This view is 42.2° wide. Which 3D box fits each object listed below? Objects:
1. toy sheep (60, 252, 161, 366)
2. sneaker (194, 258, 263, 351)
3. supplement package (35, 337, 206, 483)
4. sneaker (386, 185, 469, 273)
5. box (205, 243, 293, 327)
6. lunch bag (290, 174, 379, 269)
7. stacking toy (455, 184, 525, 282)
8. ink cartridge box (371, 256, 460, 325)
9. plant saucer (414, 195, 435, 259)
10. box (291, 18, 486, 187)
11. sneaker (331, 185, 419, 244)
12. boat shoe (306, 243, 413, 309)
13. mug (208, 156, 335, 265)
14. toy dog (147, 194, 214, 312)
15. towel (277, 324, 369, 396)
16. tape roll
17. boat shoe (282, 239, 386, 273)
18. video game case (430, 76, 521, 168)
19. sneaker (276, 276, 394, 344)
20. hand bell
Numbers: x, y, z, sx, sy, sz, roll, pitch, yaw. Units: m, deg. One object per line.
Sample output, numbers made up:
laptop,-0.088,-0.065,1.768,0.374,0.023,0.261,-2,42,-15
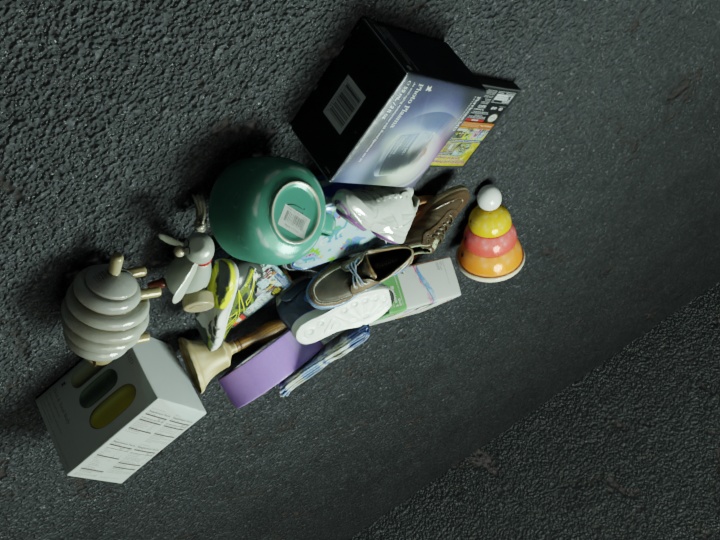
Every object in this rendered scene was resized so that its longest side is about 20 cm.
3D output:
toy sheep,-0.363,0.055,1.343,0.137,0.138,0.202,-11,130,-40
sneaker,-0.206,0.056,1.493,0.084,0.075,0.201,-14,147,-34
supplement package,-0.397,0.226,1.549,0.199,0.153,0.151,-39,153,8
sneaker,0.129,-0.070,1.702,0.199,0.076,0.070,-37,154,4
box,-0.205,0.015,1.557,0.136,0.040,0.200,-35,154,2
lunch bag,-0.035,-0.094,1.531,0.198,0.083,0.162,-19,150,-31
stacking toy,0.261,-0.091,1.880,0.145,0.146,0.202,-25,133,-20
ink cartridge box,0.078,0.046,1.842,0.198,0.085,0.144,-12,171,-39
plant saucer,0.075,-0.069,1.761,0.198,0.032,0.201,-27,152,-15
box,0.044,-0.233,1.352,0.197,0.124,0.201,-3,140,-49
sneaker,0.025,-0.107,1.449,0.100,0.075,0.199,-58,150,9
boat shoe,0.000,0.000,1.567,0.198,0.073,0.072,-28,178,-16
mug,-0.112,-0.091,1.335,0.184,0.114,0.154,-28,113,-35
toy dog,-0.265,-0.006,1.365,0.095,0.133,0.201,-10,144,-15
towel,-0.065,0.157,1.706,0.199,0.024,0.147,-35,-175,2
tape roll,-0.167,0.171,1.737,0.199,0.066,0.200,-35,-179,1
boat shoe,-0.041,-0.021,1.633,0.197,0.068,0.072,-7,141,-23
video game case,0.158,-0.248,1.572,0.198,0.026,0.181,-5,140,-47
sneaker,-0.055,0.041,1.668,0.198,0.147,0.081,-23,131,-11
hand bell,-0.211,0.131,1.651,0.198,0.105,0.105,-22,151,-20
